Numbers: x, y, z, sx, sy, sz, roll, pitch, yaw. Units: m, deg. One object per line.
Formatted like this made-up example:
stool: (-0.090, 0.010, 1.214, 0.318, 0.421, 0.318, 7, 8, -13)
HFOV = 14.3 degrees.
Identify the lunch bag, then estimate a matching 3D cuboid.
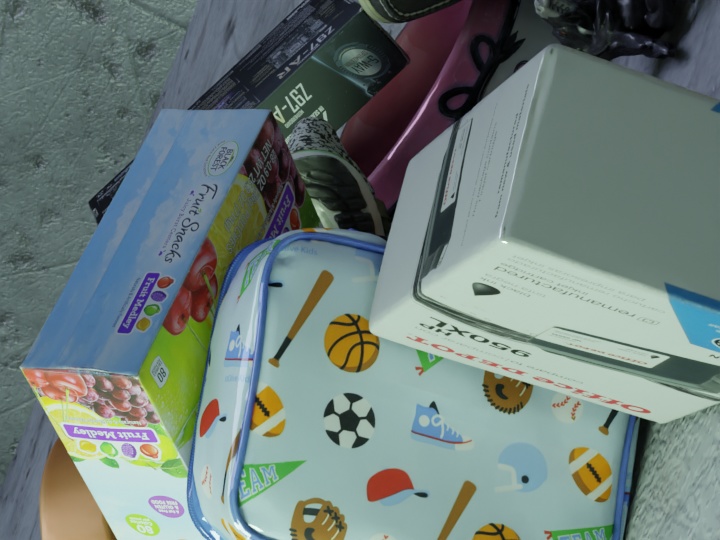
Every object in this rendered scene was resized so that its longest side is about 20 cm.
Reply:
lunch bag: (0.030, 0.063, 1.263, 0.076, 0.200, 0.161, 158, 123, -67)

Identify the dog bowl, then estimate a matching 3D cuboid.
dog bowl: (0.052, -0.087, 1.624, 0.200, 0.074, 0.200, -54, 14, 20)

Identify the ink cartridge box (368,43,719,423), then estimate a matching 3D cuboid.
ink cartridge box: (0.101, -0.008, 1.152, 0.200, 0.144, 0.084, 143, 144, -72)

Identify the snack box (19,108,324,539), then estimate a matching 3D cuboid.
snack box: (-0.063, 0.052, 1.339, 0.169, 0.068, 0.200, -66, -33, -37)

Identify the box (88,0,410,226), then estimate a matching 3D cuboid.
box: (-0.069, -0.080, 1.683, 0.200, 0.044, 0.160, -43, 14, 0)

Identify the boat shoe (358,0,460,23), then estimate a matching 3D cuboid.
boat shoe: (0.086, -0.199, 1.543, 0.201, 0.072, 0.066, -35, 26, -13)

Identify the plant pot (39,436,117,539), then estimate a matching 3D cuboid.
plant pot: (-0.064, 0.155, 1.591, 0.140, 0.200, 0.200, -22, 35, 21)

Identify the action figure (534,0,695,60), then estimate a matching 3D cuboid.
action figure: (0.126, -0.180, 1.438, 0.200, 0.102, 0.119, -69, 22, 7)

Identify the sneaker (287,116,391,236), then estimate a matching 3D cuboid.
sneaker: (0.000, 0.000, 1.550, 0.089, 0.077, 0.200, -82, -20, -52)
